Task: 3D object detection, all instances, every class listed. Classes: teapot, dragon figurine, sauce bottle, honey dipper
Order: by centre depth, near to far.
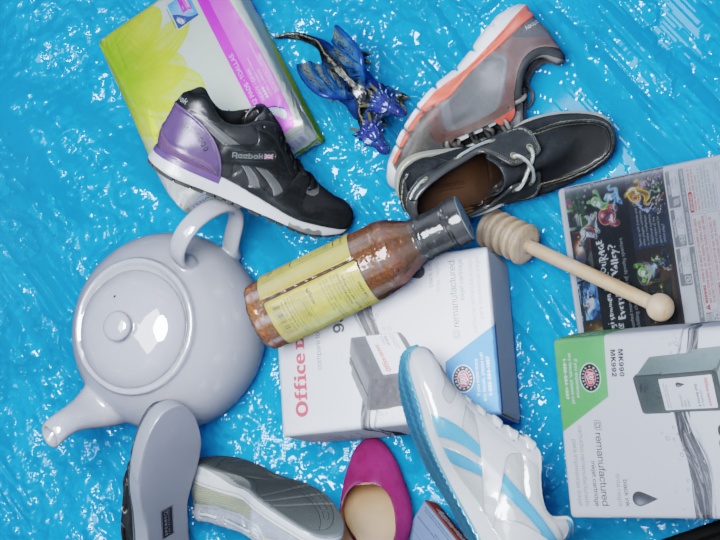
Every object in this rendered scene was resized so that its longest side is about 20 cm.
[{"bbox_3d":[0.000,0.000,1.109,0.198,0.066,0.067,-24,77,13],"label":"sauce bottle"},{"bbox_3d":[0.179,-0.001,1.113,0.199,0.038,0.038,30,94,41],"label":"honey dipper"},{"bbox_3d":[-0.017,-0.179,1.201,0.059,0.099,0.200,-44,67,9],"label":"dragon figurine"},{"bbox_3d":[-0.187,0.050,1.208,0.195,0.146,0.202,-9,80,17],"label":"teapot"}]

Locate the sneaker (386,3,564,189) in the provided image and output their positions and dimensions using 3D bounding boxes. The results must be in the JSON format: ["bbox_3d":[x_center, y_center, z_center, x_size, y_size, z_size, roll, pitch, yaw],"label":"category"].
[{"bbox_3d":[0.104,-0.139,1.174,0.082,0.077,0.200,42,100,8],"label":"sneaker"}]

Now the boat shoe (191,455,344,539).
[{"bbox_3d":[-0.087,0.217,1.167,0.201,0.074,0.066,14,100,47],"label":"boat shoe"}]

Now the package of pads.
[{"bbox_3d":[-0.147,-0.170,1.261,0.154,0.068,0.201,-31,75,12],"label":"package of pads"}]

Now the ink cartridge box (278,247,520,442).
[{"bbox_3d":[0.031,0.069,1.163,0.198,0.084,0.147,-8,78,18],"label":"ink cartridge box"}]

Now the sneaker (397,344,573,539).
[{"bbox_3d":[0.095,0.146,1.062,0.080,0.077,0.201,-28,86,-9],"label":"sneaker"}]

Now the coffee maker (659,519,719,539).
[{"bbox_3d":[0.234,0.262,1.050,0.198,0.135,0.194,-20,77,14],"label":"coffee maker"}]

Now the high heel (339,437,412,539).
[{"bbox_3d":[0.002,0.225,1.127,0.067,0.096,0.202,-14,58,15],"label":"high heel"}]

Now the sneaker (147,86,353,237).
[{"bbox_3d":[-0.081,-0.096,1.174,0.088,0.198,0.076,-63,27,13],"label":"sneaker"}]

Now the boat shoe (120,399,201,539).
[{"bbox_3d":[-0.190,0.197,1.196,0.056,0.068,0.202,32,127,37],"label":"boat shoe"}]

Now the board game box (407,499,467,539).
[{"bbox_3d":[0.075,0.284,1.091,0.104,0.019,0.200,-59,30,8],"label":"board game box"}]

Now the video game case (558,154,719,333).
[{"bbox_3d":[0.258,0.015,1.091,0.180,0.023,0.202,-10,85,37],"label":"video game case"}]

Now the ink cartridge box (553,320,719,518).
[{"bbox_3d":[0.261,0.114,1.024,0.199,0.084,0.148,-8,86,38],"label":"ink cartridge box"}]

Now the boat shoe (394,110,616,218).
[{"bbox_3d":[0.130,-0.085,1.141,0.198,0.068,0.073,-16,109,-1],"label":"boat shoe"}]
